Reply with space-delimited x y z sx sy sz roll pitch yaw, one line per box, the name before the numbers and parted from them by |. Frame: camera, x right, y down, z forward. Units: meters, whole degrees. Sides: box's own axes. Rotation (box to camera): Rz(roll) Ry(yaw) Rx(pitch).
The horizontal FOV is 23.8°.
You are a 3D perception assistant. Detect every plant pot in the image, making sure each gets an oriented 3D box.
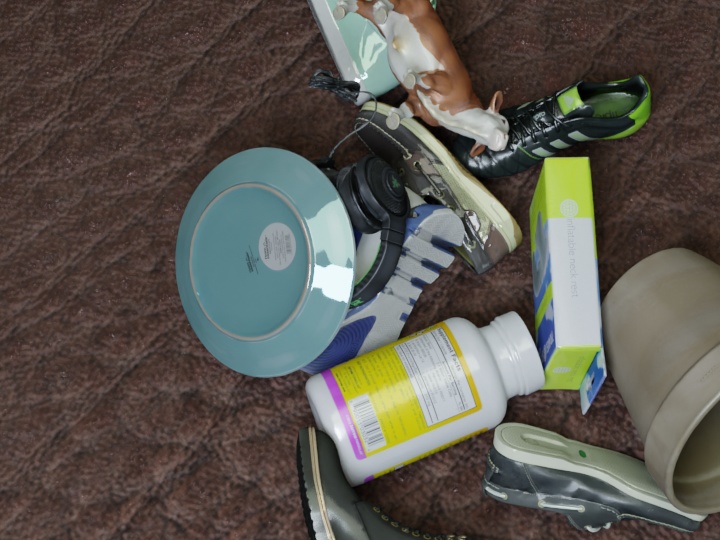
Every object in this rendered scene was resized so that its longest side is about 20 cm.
plant pot | 0.295 0.079 1.471 0.199 0.201 0.174 -31 52 -9

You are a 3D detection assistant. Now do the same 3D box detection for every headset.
headset | -0.022 -0.069 1.490 0.122 0.094 0.203 -2 78 37

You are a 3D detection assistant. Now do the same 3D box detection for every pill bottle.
pill bottle | 0.058 0.107 1.503 0.198 0.104 0.105 -22 70 -7

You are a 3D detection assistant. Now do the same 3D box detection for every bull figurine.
bull figurine | 0.058 -0.184 1.559 0.065 0.121 0.201 -40 70 32

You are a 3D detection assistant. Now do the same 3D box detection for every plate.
plate | -0.091 -0.007 1.492 0.198 0.025 0.203 0 90 34

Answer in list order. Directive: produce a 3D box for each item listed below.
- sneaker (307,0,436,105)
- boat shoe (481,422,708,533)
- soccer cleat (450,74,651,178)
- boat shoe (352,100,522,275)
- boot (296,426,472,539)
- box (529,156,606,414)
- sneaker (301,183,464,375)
sneaker | 0.009 -0.272 1.660 0.117 0.074 0.202 -24 80 0
boat shoe | 0.205 0.194 1.497 0.198 0.072 0.068 16 109 1
soccer cleat | 0.178 -0.141 1.603 0.198 0.081 0.068 -16 70 -4
boat shoe | 0.061 -0.078 1.588 0.200 0.073 0.065 41 71 15
boot | 0.028 0.215 1.412 0.137 0.078 0.202 -14 71 -7
box | 0.183 0.015 1.523 0.047 0.122 0.202 0 69 -2
sneaker | 0.000 -0.001 1.556 0.200 0.080 0.115 -50 45 9
